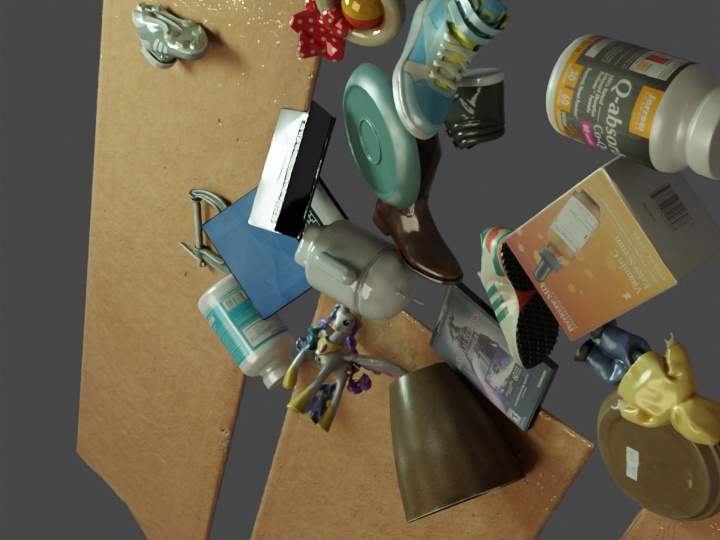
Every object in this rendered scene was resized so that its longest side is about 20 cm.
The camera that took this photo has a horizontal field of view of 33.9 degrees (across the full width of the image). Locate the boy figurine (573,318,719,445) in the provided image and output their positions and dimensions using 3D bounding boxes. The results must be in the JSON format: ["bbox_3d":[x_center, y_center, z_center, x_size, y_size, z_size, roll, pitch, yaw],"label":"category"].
[{"bbox_3d":[0.360,0.134,1.434,0.200,0.064,0.125,37,112,25],"label":"boy figurine"}]

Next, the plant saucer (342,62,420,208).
[{"bbox_3d":[0.022,-0.176,1.579,0.200,0.027,0.201,54,155,41],"label":"plant saucer"}]

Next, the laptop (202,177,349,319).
[{"bbox_3d":[-0.126,-0.059,1.860,0.188,0.116,0.200,55,145,6],"label":"laptop"}]

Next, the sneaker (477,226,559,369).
[{"bbox_3d":[0.204,0.031,1.574,0.093,0.070,0.201,33,143,60],"label":"sneaker"}]

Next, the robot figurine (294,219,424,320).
[{"bbox_3d":[0.000,0.000,1.719,0.200,0.169,0.113,29,106,26],"label":"robot figurine"}]

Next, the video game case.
[{"bbox_3d":[0.186,0.121,1.690,0.200,0.019,0.143,41,141,25],"label":"video game case"}]

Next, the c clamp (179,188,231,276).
[{"bbox_3d":[-0.280,-0.071,2.139,0.171,0.027,0.201,39,141,29],"label":"c clamp"}]

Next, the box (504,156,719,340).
[{"bbox_3d":[0.291,-0.033,1.366,0.153,0.106,0.200,57,145,5],"label":"box"}]

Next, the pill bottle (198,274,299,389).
[{"bbox_3d":[-0.190,0.108,2.080,0.200,0.111,0.111,55,145,9],"label":"pill bottle"}]

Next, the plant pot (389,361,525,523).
[{"bbox_3d":[0.121,0.245,1.748,0.187,0.186,0.201,-41,66,55],"label":"plant pot"}]

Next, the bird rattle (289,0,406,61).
[{"bbox_3d":[-0.019,-0.348,1.548,0.162,0.113,0.201,24,137,19],"label":"bird rattle"}]

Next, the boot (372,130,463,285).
[{"bbox_3d":[0.092,-0.102,1.614,0.186,0.064,0.201,43,138,28],"label":"boot"}]

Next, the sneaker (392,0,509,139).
[{"bbox_3d":[0.110,-0.258,1.387,0.079,0.201,0.130,25,153,-32],"label":"sneaker"}]

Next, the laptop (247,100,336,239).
[{"bbox_3d":[-0.118,-0.152,1.721,0.200,0.116,0.188,17,90,46],"label":"laptop"}]

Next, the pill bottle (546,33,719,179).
[{"bbox_3d":[0.304,-0.171,1.241,0.200,0.116,0.117,27,134,39],"label":"pill bottle"}]

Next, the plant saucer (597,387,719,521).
[{"bbox_3d":[0.381,0.239,1.517,0.200,0.029,0.201,32,138,35],"label":"plant saucer"}]

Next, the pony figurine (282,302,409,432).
[{"bbox_3d":[-0.031,0.144,1.829,0.166,0.201,0.193,26,168,31],"label":"pony figurine"}]

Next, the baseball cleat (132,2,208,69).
[{"bbox_3d":[-0.303,-0.368,1.933,0.200,0.070,0.107,42,149,40],"label":"baseball cleat"}]

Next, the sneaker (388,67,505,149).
[{"bbox_3d":[0.105,-0.203,1.511,0.199,0.071,0.100,8,115,45],"label":"sneaker"}]
